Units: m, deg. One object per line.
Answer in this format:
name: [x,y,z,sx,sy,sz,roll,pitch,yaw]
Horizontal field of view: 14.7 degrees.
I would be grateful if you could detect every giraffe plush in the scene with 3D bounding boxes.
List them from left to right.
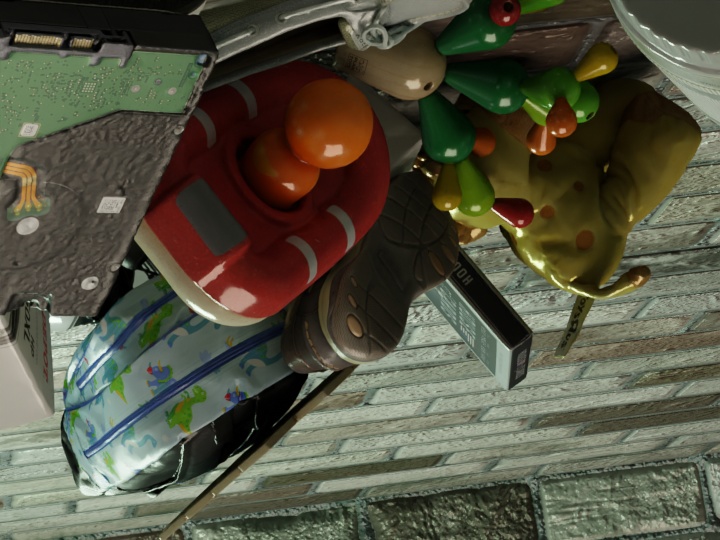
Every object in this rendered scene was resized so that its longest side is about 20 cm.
giraffe plush: [0.107,-0.066,1.872,0.162,0.200,0.172,31,152,-23]

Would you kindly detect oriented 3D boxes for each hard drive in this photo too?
hard drive: [-0.174,-0.058,1.498,0.139,0.038,0.200,0,135,-32]

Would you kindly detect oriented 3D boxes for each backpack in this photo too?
backpack: [-0.109,0.068,1.779,0.163,0.154,0.200,-24,-172,-15]

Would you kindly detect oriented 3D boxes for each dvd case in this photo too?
dvd case: [0.049,-0.009,1.968,0.025,0.200,0.150,-38,168,-6]

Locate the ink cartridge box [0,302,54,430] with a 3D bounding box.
ink cartridge box: [-0.250,-0.016,1.650,0.084,0.145,0.200,-13,138,5]

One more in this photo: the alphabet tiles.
alphabet tiles: [-0.050,0.100,1.781,0.200,0.006,0.166,-43,180,43]

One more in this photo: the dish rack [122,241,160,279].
dish rack: [-0.100,-0.058,1.805,0.153,0.055,0.200,-47,171,2]

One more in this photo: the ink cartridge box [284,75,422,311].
ink cartridge box: [-0.034,-0.031,1.846,0.117,0.067,0.200,-46,171,-25]

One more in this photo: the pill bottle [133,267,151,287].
pill bottle: [-0.096,0.013,2.124,0.113,0.113,0.200,-13,167,20]

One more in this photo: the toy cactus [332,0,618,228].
toy cactus: [0.063,-0.109,1.705,0.165,0.102,0.200,15,143,-2]

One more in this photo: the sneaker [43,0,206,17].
sneaker: [-0.187,-0.129,1.531,0.199,0.084,0.121,-6,158,-15]

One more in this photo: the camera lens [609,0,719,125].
camera lens: [0.217,-0.159,1.469,0.160,0.160,0.200,-13,167,17]

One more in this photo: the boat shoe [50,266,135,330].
boat shoe: [-0.175,0.004,1.829,0.056,0.069,0.200,8,-177,-5]

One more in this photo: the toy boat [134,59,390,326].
toy boat: [-0.042,-0.064,1.615,0.131,0.131,0.200,-38,-178,34]

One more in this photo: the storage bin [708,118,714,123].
storage bin: [0.298,-0.162,1.667,0.135,0.094,0.200,-3,165,-23]

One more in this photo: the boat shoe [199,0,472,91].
boat shoe: [-0.030,-0.141,1.601,0.201,0.065,0.074,-9,167,2]

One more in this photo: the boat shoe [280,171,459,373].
boat shoe: [0.000,0.000,1.739,0.073,0.075,0.200,-23,-166,30]
